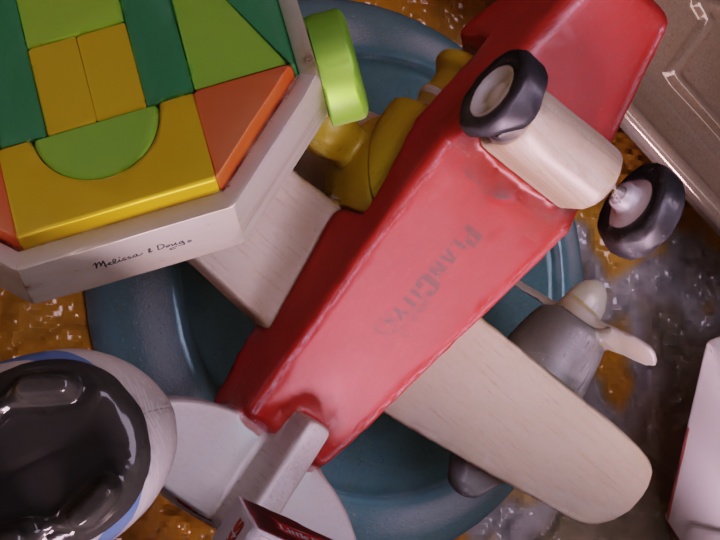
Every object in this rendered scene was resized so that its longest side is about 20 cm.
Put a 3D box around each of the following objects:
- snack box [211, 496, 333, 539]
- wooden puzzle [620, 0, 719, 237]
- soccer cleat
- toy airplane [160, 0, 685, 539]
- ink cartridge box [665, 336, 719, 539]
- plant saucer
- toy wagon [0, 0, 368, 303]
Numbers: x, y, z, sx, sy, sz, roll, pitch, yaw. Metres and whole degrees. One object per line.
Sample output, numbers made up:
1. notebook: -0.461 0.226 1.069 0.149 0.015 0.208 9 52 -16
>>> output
1. snack box: 0.027 0.143 0.861 0.199 0.024 0.072 28 102 -25
2. wooden puzzle: 0.132 -0.125 1.039 0.185 0.046 0.200 46 61 -18
3. soccer cleat: -0.141 0.077 0.769 0.199 0.086 0.070 -19 86 6
4. toy airplane: 0.000 0.000 0.880 0.197 0.141 0.201 -8 117 -9
5. ink cartridge box: 0.217 0.049 0.995 0.199 0.117 0.068 -19 56 -17
6. plant saucer: 0.000 0.003 0.958 0.199 0.027 0.202 4 82 -29
7. toy wagon: -0.089 -0.089 0.802 0.154 0.040 0.201 -16 64 -1
